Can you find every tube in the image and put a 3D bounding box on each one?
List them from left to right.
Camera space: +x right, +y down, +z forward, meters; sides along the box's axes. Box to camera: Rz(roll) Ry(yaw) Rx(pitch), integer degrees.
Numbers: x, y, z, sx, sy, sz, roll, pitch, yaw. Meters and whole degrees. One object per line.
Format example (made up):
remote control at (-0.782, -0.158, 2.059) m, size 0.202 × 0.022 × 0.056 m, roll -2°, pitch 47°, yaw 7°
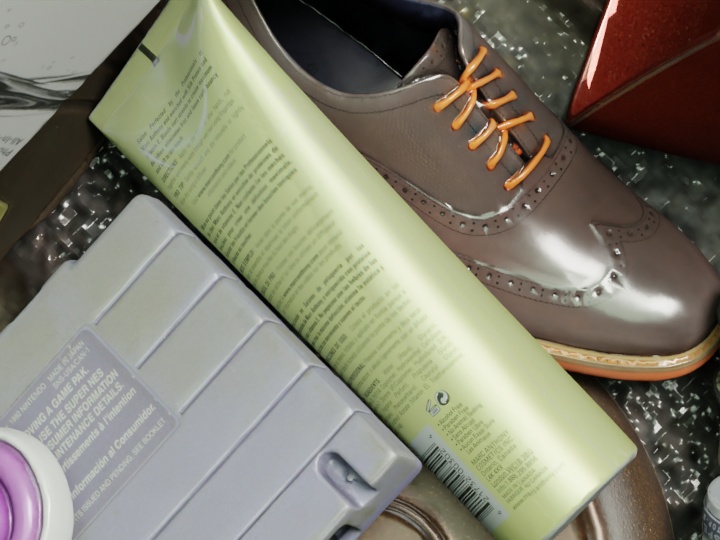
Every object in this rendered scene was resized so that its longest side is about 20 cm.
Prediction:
tube at (0.000, 0.000, 0.849) m, size 0.058 × 0.052 × 0.200 m, roll -45°, pitch 84°, yaw 2°

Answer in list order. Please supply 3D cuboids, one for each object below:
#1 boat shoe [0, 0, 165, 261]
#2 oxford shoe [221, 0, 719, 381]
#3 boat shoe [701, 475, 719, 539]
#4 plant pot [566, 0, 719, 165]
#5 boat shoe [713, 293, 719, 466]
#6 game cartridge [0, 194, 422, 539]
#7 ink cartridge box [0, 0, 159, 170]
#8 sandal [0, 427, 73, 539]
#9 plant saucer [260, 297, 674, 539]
boat shoe at (-0.138, -0.042, 0.886) m, size 0.076 × 0.072 × 0.200 m, roll 27°, pitch 77°, yaw 24°
oxford shoe at (0.031, -0.034, 0.868) m, size 0.200 × 0.073 × 0.071 m, roll 31°, pitch 61°, yaw 5°
boat shoe at (0.204, 0.104, 0.861) m, size 0.199 × 0.071 × 0.070 m, roll 1°, pitch 109°, yaw -2°
plant pot at (0.194, -0.116, 0.833) m, size 0.176 × 0.200 × 0.201 m, roll 21°, pitch 83°, yaw -7°
boat shoe at (0.208, 0.021, 0.856) m, size 0.199 × 0.072 × 0.068 m, roll -8°, pitch 108°, yaw -1°
game cartridge at (-0.092, 0.089, 0.856) m, size 0.200 × 0.038 × 0.130 m, roll -47°, pitch 64°, yaw 4°
ink cartridge box at (-0.142, -0.104, 0.777) m, size 0.200 × 0.084 × 0.146 m, roll -45°, pitch 71°, yaw 15°
sandal at (-0.184, 0.096, 0.843) m, size 0.202 × 0.050 × 0.083 m, roll -27°, pitch 70°, yaw 13°
plant saucer at (0.003, 0.100, 0.878) m, size 0.199 × 0.032 × 0.201 m, roll 0°, pitch 82°, yaw 2°
